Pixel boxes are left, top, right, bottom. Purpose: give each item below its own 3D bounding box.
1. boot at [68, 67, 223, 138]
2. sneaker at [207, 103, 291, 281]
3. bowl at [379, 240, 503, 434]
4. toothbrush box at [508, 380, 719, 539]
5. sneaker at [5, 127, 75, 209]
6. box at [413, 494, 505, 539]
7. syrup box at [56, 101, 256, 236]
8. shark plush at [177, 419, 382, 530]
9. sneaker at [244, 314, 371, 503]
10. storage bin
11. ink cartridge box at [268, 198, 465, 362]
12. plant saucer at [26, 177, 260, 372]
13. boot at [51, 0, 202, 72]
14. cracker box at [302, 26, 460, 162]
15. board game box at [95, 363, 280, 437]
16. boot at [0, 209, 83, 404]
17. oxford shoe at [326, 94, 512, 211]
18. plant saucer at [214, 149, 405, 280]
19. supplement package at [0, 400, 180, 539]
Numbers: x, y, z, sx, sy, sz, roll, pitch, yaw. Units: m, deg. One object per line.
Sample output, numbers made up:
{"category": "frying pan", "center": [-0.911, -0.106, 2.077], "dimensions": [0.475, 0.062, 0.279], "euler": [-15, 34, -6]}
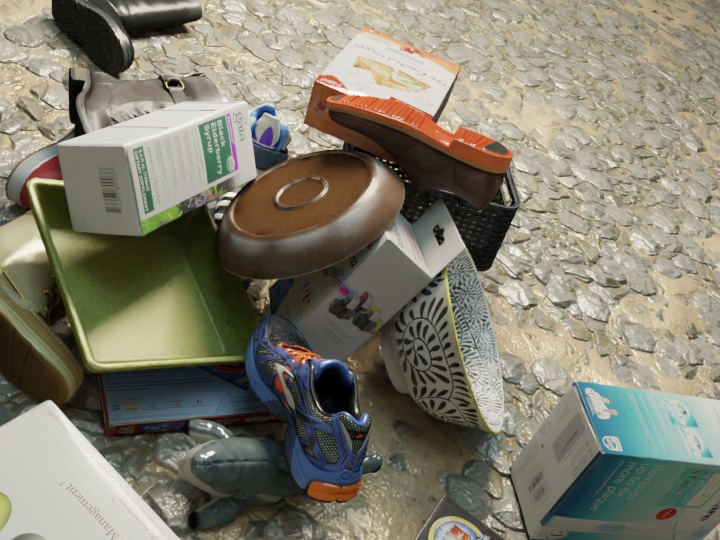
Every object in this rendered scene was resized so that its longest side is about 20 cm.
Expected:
{"category": "boot", "center": [-0.218, -0.160, 0.933], "dimensions": [0.171, 0.070, 0.202], "euler": [-2, 46, -23]}
{"category": "sneaker", "center": [-0.127, -0.100, 0.968], "dimensions": [0.079, 0.148, 0.202], "euler": [16, 39, -9]}
{"category": "bowl", "center": [0.077, 0.074, 0.897], "dimensions": [0.093, 0.202, 0.202], "euler": [-14, 36, 18]}
{"category": "toothbrush box", "center": [0.269, 0.195, 0.852], "dimensions": [0.197, 0.148, 0.086], "euler": [9, 41, -20]}
{"category": "sneaker", "center": [-0.277, -0.111, 0.961], "dimensions": [0.111, 0.072, 0.200], "euler": [29, 46, 11]}
{"category": "box", "center": [0.084, 0.304, 0.712], "dimensions": [0.159, 0.045, 0.200], "euler": [36, 40, 12]}
{"category": "syrup box", "center": [-0.181, -0.101, 0.815], "dimensions": [0.080, 0.080, 0.200], "euler": [4, 22, 25]}
{"category": "shark plush", "center": [-0.066, 0.177, 0.745], "dimensions": [0.198, 0.083, 0.092], "euler": [20, 56, -28]}
{"category": "sneaker", "center": [-0.038, 0.099, 0.740], "dimensions": [0.074, 0.079, 0.201], "euler": [9, 29, -35]}
{"category": "storage bin", "center": [0.071, -0.092, 1.012], "dimensions": [0.196, 0.095, 0.136], "euler": [13, 37, -10]}
{"category": "ink cartridge box", "center": [0.000, 0.000, 0.862], "dimensions": [0.068, 0.200, 0.116], "euler": [39, 17, -26]}
{"category": "plant saucer", "center": [-0.200, 0.015, 0.809], "dimensions": [0.198, 0.048, 0.202], "euler": [3, 50, -48]}
{"category": "boot", "center": [-0.303, -0.348, 1.226], "dimensions": [0.165, 0.066, 0.199], "euler": [44, 38, 19]}
{"category": "cracker box", "center": [0.030, -0.205, 1.009], "dimensions": [0.132, 0.058, 0.201], "euler": [23, 37, 3]}
{"category": "board game box", "center": [-0.149, 0.103, 0.832], "dimensions": [0.197, 0.020, 0.104], "euler": [0, 46, -27]}
{"category": "boot", "center": [-0.288, 0.021, 0.812], "dimensions": [0.199, 0.073, 0.155], "euler": [37, 39, 17]}
{"category": "oxford shoe", "center": [0.050, -0.121, 0.884], "dimensions": [0.197, 0.073, 0.071], "euler": [24, 27, 11]}
{"category": "plant saucer", "center": [-0.055, -0.065, 0.853], "dimensions": [0.197, 0.032, 0.202], "euler": [-13, 34, 9]}
{"category": "supplement package", "center": [-0.226, 0.231, 0.546], "dimensions": [0.190, 0.148, 0.199], "euler": [39, 40, 16]}
